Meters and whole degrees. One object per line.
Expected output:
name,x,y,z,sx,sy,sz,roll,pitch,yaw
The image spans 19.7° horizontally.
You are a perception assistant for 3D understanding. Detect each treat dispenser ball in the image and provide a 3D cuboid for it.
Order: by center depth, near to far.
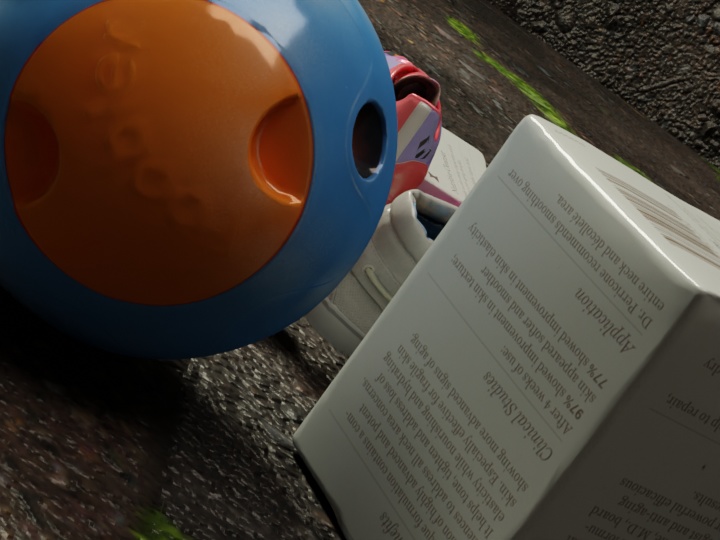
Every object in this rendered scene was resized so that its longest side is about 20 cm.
treat dispenser ball,-0.083,-0.061,0.913,0.201,0.201,0.201,34,14,-10

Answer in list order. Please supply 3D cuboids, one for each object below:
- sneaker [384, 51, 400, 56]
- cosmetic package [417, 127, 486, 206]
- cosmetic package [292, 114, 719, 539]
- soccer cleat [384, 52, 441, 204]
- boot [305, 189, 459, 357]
sneaker,0.009,-0.123,1.580,0.080,0.086,0.200,19,23,-47
cosmetic package,-0.009,-0.072,1.364,0.200,0.081,0.113,31,23,-26
cosmetic package,0.108,0.073,0.947,0.166,0.200,0.167,26,18,-36
soccer cleat,0.023,-0.099,1.253,0.067,0.077,0.200,36,21,-11
boot,0.064,0.035,1.123,0.200,0.095,0.074,36,38,-31
